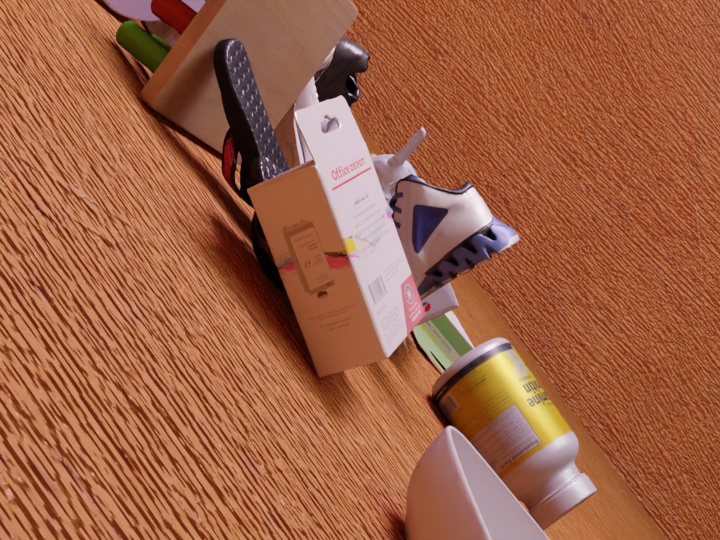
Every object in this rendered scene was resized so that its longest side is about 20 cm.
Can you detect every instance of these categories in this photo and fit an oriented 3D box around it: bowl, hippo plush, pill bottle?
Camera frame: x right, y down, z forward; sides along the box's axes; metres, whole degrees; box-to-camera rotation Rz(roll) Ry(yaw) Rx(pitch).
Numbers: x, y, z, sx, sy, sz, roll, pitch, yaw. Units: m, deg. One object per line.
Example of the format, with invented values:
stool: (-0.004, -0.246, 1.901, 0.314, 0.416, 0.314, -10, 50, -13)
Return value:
bowl: (0.102, 0.230, 0.717, 0.200, 0.074, 0.200, 49, 10, -21)
hippo plush: (-0.011, -0.101, 1.349, 0.159, 0.161, 0.200, 24, -16, 15)
pill bottle: (0.175, 0.186, 1.161, 0.201, 0.111, 0.112, 56, 9, 18)

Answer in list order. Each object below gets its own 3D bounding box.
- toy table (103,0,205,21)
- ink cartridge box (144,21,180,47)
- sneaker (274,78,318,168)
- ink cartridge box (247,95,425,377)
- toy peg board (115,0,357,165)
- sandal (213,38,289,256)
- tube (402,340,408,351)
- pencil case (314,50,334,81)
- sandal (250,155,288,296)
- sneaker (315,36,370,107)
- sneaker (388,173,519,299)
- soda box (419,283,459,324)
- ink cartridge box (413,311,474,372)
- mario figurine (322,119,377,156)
toy table: (-0.211, -0.349, 1.063, 0.198, 0.185, 0.117, -15, 51, -45)
ink cartridge box: (-0.184, -0.253, 1.188, 0.162, 0.050, 0.201, 44, 16, -50)
sneaker: (-0.079, -0.198, 1.142, 0.075, 0.203, 0.080, 16, 32, 22)
ink cartridge box: (-0.022, -0.031, 0.839, 0.203, 0.067, 0.116, 70, 23, -8)
toy peg board: (-0.125, -0.231, 0.989, 0.097, 0.200, 0.200, 38, 3, 20)
sandal: (-0.103, -0.108, 0.934, 0.075, 0.044, 0.203, -61, 137, -66)
tube: (0.000, 0.000, 1.183, 0.202, 0.051, 0.058, 58, 44, -16)
pencil case: (-0.095, -0.248, 1.239, 0.090, 0.077, 0.200, 62, -29, 4)
sandal: (-0.058, -0.004, 0.894, 0.076, 0.047, 0.202, -85, 154, -57)
sneaker: (-0.052, -0.232, 1.361, 0.090, 0.200, 0.077, 21, 55, -13)
sneaker: (0.047, -0.029, 1.030, 0.116, 0.198, 0.081, 61, 5, 5)
soda box: (0.067, 0.027, 1.217, 0.200, 0.063, 0.069, 96, -28, -87)
ink cartridge box: (0.110, 0.082, 1.449, 0.146, 0.048, 0.201, 49, 7, -30)
mario figurine: (-0.012, -0.169, 1.570, 0.122, 0.107, 0.200, 4, 29, -31)
